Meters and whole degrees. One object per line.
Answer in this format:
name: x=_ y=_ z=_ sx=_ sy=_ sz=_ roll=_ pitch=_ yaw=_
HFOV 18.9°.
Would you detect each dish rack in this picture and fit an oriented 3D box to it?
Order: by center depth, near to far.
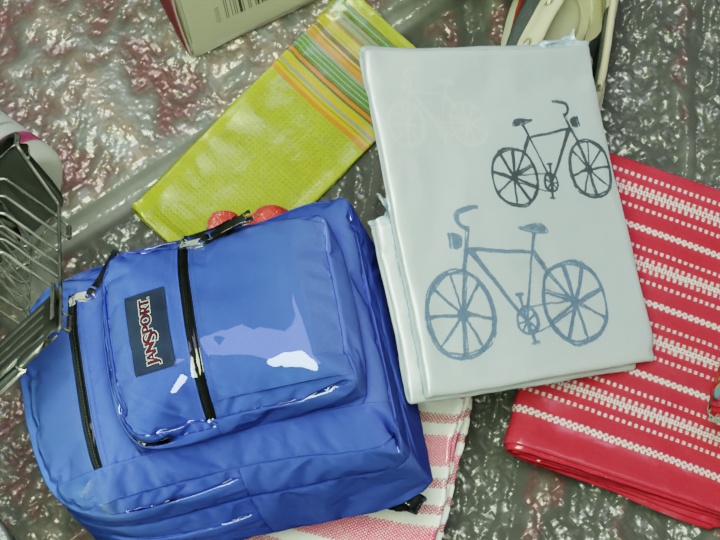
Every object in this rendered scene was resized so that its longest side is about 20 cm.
dish rack: x=-0.217 y=0.025 z=1.139 sx=0.153 sy=0.200 sz=0.055 roll=-42 pitch=114 yaw=12

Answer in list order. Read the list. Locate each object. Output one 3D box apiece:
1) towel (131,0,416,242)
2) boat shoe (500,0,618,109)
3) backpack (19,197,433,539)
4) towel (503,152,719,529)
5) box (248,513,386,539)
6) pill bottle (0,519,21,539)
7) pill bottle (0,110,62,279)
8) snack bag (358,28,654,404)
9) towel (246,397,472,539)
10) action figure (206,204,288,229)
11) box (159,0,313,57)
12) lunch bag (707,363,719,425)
towel: x=-0.045 y=-0.083 z=1.345 sx=0.086 sy=0.018 sz=0.200 roll=40 pitch=75 yaw=16
boat shoe: x=0.116 y=-0.107 z=1.304 sx=0.071 sy=0.062 sz=0.201 roll=30 pitch=56 yaw=-25
backpack: x=-0.083 y=0.053 z=1.151 sx=0.199 sy=0.168 sz=0.163 roll=-15 pitch=61 yaw=9
towel: x=0.174 y=0.039 z=1.278 sx=0.144 sy=0.022 sz=0.201 roll=19 pitch=70 yaw=-3
box: x=-0.043 y=0.153 z=1.243 sx=0.155 sy=0.041 sz=0.201 roll=12 pitch=69 yaw=7
pill bottle: x=-0.223 y=0.176 z=1.152 sx=0.105 sy=0.200 sz=0.107 roll=-1 pitch=71 yaw=2
pill bottle: x=-0.287 y=-0.079 z=1.299 sx=0.200 sy=0.113 sz=0.114 roll=36 pitch=74 yaw=13
snack bag: x=0.078 y=-0.033 z=1.206 sx=0.188 sy=0.021 sz=0.201 roll=-7 pitch=83 yaw=-41
towel: x=-0.021 y=0.121 z=1.218 sx=0.145 sy=0.030 sz=0.201 roll=11 pitch=70 yaw=8
action figure: x=0.000 y=0.000 z=1.278 sx=0.199 sy=0.065 sz=0.052 roll=19 pitch=89 yaw=16
box: x=-0.099 y=-0.259 z=1.360 sx=0.127 sy=0.109 sz=0.201 roll=-26 pitch=67 yaw=-6
lunch bag: x=0.287 y=0.040 z=1.181 sx=0.082 sy=0.200 sz=0.176 roll=46 pitch=54 yaw=-15
